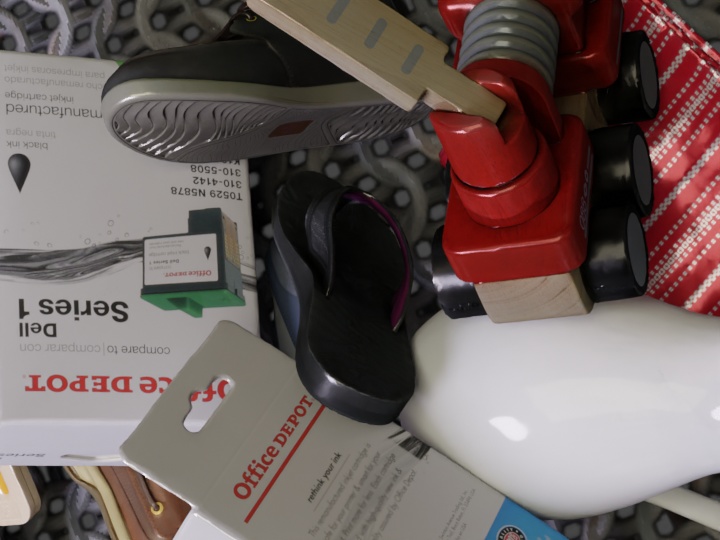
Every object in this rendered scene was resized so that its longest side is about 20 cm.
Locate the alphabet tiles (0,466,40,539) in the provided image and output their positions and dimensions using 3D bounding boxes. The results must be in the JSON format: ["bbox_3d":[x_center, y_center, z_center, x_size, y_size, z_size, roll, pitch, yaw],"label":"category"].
[{"bbox_3d":[-0.266,0.106,1.015,0.200,0.015,0.196,-11,106,38],"label":"alphabet tiles"}]

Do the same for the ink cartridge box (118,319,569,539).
[{"bbox_3d":[-0.016,0.125,0.831,0.200,0.116,0.068,34,131,2],"label":"ink cartridge box"}]

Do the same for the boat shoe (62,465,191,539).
[{"bbox_3d":[-0.101,0.126,0.977,0.068,0.072,0.200,-42,74,15],"label":"boat shoe"}]

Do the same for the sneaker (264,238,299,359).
[{"bbox_3d":[-0.032,0.080,0.956,0.082,0.070,0.200,-19,81,15],"label":"sneaker"}]

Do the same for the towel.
[{"bbox_3d":[0.153,-0.047,0.924,0.200,0.022,0.145,45,102,14],"label":"towel"}]

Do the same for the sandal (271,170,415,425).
[{"bbox_3d":[0.001,0.001,0.901,0.075,0.200,0.048,20,119,-20],"label":"sandal"}]

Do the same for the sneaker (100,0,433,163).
[{"bbox_3d":[-0.058,-0.119,0.921,0.075,0.200,0.106,-33,70,45],"label":"sneaker"}]

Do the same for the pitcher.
[{"bbox_3d":[0.133,0.081,0.883,0.200,0.121,0.172,-3,129,29],"label":"pitcher"}]

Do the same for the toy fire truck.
[{"bbox_3d":[0.051,-0.094,0.820,0.129,0.200,0.176,-6,49,22],"label":"toy fire truck"}]

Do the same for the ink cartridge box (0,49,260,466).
[{"bbox_3d":[-0.133,-0.003,0.928,0.146,0.084,0.200,2,71,-24],"label":"ink cartridge box"}]
